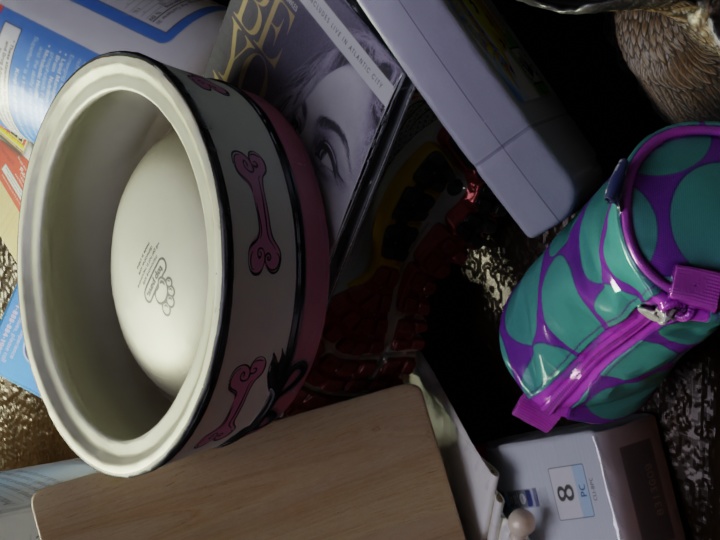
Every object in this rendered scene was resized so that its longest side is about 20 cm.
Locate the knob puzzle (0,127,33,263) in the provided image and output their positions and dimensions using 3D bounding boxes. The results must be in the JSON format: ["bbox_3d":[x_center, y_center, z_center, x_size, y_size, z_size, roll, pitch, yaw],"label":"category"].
[{"bbox_3d":[-0.159,-0.099,1.647,0.219,0.030,0.221,4,97,41],"label":"knob puzzle"}]

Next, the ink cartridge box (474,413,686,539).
[{"bbox_3d":[0.087,0.163,1.422,0.200,0.047,0.161,-15,90,51],"label":"ink cartridge box"}]

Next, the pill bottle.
[{"bbox_3d":[-0.107,-0.095,1.514,0.199,0.112,0.113,28,124,30],"label":"pill bottle"}]

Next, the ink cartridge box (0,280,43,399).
[{"bbox_3d":[-0.085,0.043,1.509,0.199,0.068,0.116,27,98,14],"label":"ink cartridge box"}]

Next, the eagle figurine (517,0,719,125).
[{"bbox_3d":[0.130,-0.126,1.210,0.199,0.151,0.152,-19,98,42],"label":"eagle figurine"}]

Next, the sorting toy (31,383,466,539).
[{"bbox_3d":[-0.040,0.181,1.401,0.070,0.199,0.200,105,149,-78],"label":"sorting toy"}]

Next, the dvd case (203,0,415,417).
[{"bbox_3d":[-0.042,-0.052,1.368,0.149,0.016,0.201,54,131,43],"label":"dvd case"}]

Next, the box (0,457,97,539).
[{"bbox_3d":[-0.162,0.211,1.529,0.199,0.130,0.201,180,82,-71],"label":"box"}]

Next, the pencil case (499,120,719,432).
[{"bbox_3d":[0.123,0.005,1.249,0.085,0.093,0.200,28,158,-2],"label":"pencil case"}]

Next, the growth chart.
[{"bbox_3d":[0.038,0.111,1.448,0.145,0.018,0.200,104,149,-43],"label":"growth chart"}]

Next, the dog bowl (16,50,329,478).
[{"bbox_3d":[-0.088,-0.004,1.357,0.200,0.073,0.201,0,90,55],"label":"dog bowl"}]

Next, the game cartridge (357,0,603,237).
[{"bbox_3d":[0.040,-0.108,1.291,0.040,0.133,0.200,-35,89,16],"label":"game cartridge"}]

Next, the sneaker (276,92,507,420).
[{"bbox_3d":[0.000,0.000,1.426,0.200,0.078,0.082,-54,38,10],"label":"sneaker"}]
